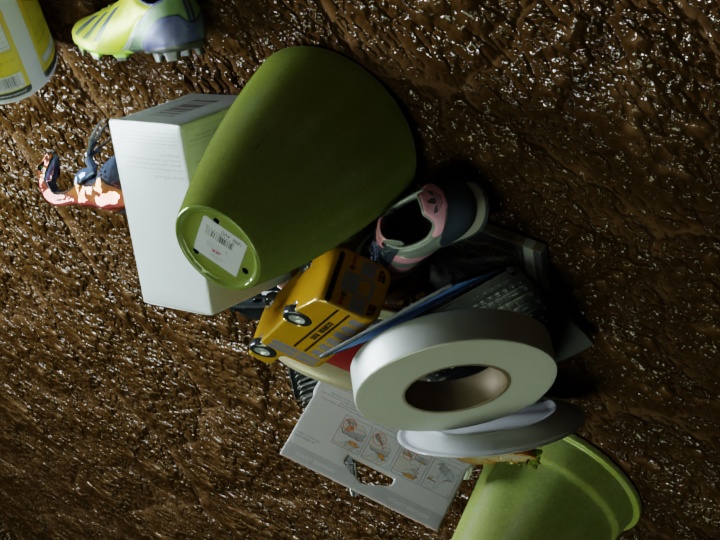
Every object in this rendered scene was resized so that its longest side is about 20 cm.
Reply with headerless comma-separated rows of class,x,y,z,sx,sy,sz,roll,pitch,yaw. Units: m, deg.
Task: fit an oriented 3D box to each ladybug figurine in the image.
ladybug figurine,-0.012,0.074,1.737,0.199,0.136,0.072,13,118,-15

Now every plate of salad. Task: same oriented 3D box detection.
plate of salad,0.139,0.172,1.659,0.200,0.200,0.048,3,106,47

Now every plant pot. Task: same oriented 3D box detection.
plant pot,-0.078,-0.078,1.464,0.187,0.200,0.187,22,136,23
plant pot,0.189,0.300,1.793,0.200,0.184,0.201,27,150,17

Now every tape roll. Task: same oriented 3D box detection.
tape roll,0.091,0.100,1.535,0.202,0.037,0.203,-6,150,-4

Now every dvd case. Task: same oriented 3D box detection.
dvd case,0.104,-0.007,1.601,0.200,0.016,0.149,21,148,27

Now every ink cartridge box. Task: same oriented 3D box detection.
ink cartridge box,0.035,0.183,1.779,0.200,0.176,0.045,25,154,10

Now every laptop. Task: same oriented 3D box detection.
laptop,0.097,0.076,1.542,0.177,0.103,0.200,-29,119,33

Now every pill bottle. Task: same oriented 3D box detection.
pill bottle,-0.396,-0.278,1.654,0.112,0.112,0.200,23,149,24

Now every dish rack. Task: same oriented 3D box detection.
dish rack,-0.044,0.172,1.891,0.154,0.054,0.200,81,172,-57

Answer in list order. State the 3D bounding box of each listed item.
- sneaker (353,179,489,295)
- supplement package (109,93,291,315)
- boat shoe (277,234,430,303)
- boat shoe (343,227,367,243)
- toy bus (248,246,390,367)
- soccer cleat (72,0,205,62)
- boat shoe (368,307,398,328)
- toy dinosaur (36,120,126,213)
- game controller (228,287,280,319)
sneaker,0.032,-0.032,1.524,0.200,0.082,0.070,-39,62,43
supplement package,-0.164,-0.070,1.623,0.117,0.117,0.201,8,114,42
boat shoe,0.000,0.000,1.657,0.200,0.071,0.070,5,173,42
boat shoe,-0.070,-0.065,1.673,0.200,0.072,0.071,-4,108,45
toy bus,-0.046,0.043,1.576,0.078,0.065,0.200,24,153,-13
soccer cleat,-0.222,-0.252,1.571,0.200,0.065,0.084,10,113,48
boat shoe,0.062,0.085,1.666,0.199,0.065,0.072,18,173,-16
toy dinosaur,-0.301,-0.103,1.788,0.181,0.200,0.105,-16,111,19
game controller,-0.105,0.013,1.860,0.200,0.042,0.105,-2,120,49
